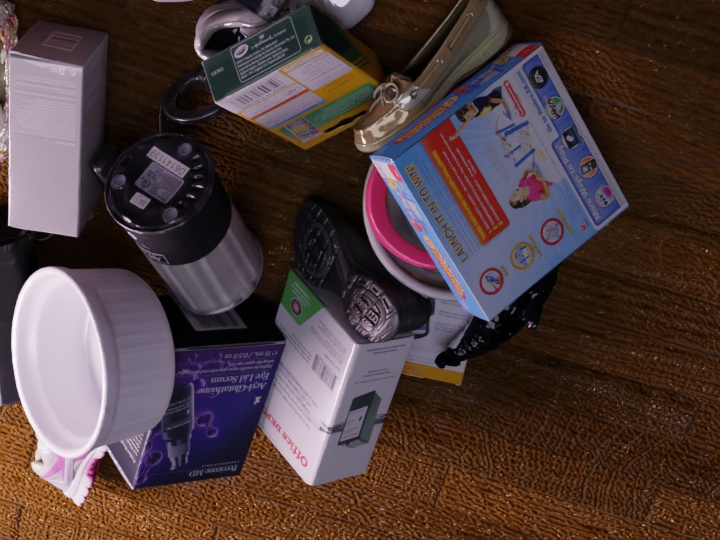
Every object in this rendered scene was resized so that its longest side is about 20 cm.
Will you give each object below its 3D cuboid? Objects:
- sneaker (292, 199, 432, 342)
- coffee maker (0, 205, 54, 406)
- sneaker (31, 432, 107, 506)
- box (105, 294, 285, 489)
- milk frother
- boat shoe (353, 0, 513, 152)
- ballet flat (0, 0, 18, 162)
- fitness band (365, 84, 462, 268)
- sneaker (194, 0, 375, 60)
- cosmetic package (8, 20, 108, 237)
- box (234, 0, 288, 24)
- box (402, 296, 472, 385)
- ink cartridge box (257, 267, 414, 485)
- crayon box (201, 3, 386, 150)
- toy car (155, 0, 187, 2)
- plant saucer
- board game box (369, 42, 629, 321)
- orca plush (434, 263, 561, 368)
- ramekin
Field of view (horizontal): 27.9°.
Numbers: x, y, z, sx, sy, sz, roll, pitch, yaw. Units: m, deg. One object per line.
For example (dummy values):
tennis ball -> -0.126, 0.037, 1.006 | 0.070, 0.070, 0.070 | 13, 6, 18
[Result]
sneaker -> 0.000, 0.000, 1.570 | 0.200, 0.090, 0.076 | 53, 126, 27
coffee maker -> -0.394, 0.042, 1.635 | 0.190, 0.135, 0.201 | -4, 119, 7
sneaker -> -0.343, 0.193, 1.742 | 0.088, 0.082, 0.201 | 22, 118, -8
box -> -0.192, 0.134, 1.642 | 0.147, 0.104, 0.201 | -4, 126, -36
milk frother -> -0.165, -0.091, 1.545 | 0.199, 0.181, 0.188 | -36, 151, -7
boat shoe -> 0.062, -0.201, 1.458 | 0.200, 0.073, 0.063 | -41, 113, 1
ballet flat -> -0.403, -0.197, 1.544 | 0.075, 0.064, 0.201 | 8, 120, 1
fitness band -> 0.093, -0.097, 1.499 | 0.143, 0.037, 0.200 | 37, 82, -3
sneaker -> -0.077, -0.248, 1.467 | 0.199, 0.087, 0.075 | -18, 112, 14
cosmetic package -> -0.320, -0.149, 1.538 | 0.089, 0.107, 0.201 | 11, 118, 0
box -> -0.082, -0.347, 1.350 | 0.049, 0.161, 0.201 | 40, 98, 29
box -> 0.077, 0.026, 1.629 | 0.118, 0.042, 0.201 | 12, 117, 0
ink cartridge box -> -0.037, 0.116, 1.623 | 0.084, 0.146, 0.201 | -7, 129, -37
crayon box -> -0.056, -0.192, 1.469 | 0.125, 0.200, 0.052 | -25, 71, 18
toy car -> -0.233, -0.344, 1.381 | 0.149, 0.200, 0.177 | 1, 98, 30
plant saucer -> 0.098, -0.068, 1.540 | 0.198, 0.050, 0.202 | 0, 88, -8
board game box -> 0.141, -0.089, 1.445 | 0.195, 0.056, 0.201 | -38, 111, -13
orca plush -> 0.161, 0.041, 1.577 | 0.200, 0.071, 0.105 | -42, 130, 4
ramekin -> -0.282, 0.092, 1.546 | 0.097, 0.200, 0.202 | -8, 129, -39
